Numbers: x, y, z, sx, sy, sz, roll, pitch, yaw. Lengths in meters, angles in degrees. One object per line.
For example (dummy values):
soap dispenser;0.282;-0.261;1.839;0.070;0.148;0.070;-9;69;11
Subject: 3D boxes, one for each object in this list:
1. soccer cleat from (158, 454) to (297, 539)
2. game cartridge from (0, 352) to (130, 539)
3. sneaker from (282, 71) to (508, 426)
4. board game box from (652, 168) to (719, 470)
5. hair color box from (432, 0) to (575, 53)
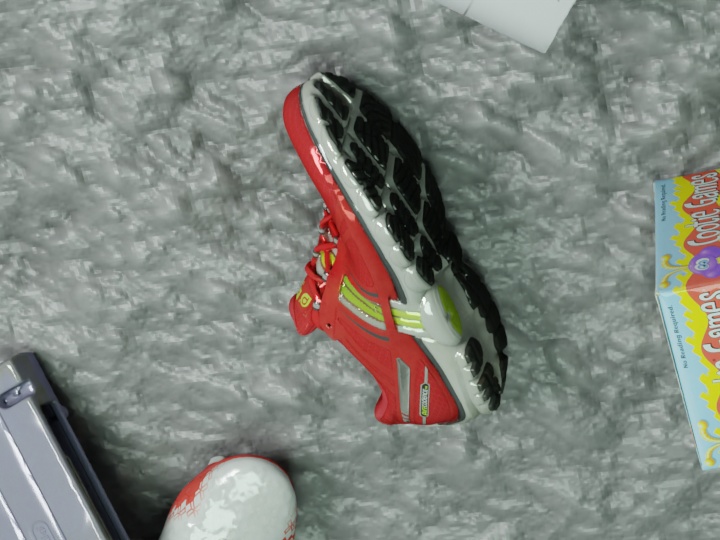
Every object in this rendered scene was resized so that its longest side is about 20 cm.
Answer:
soccer cleat;-0.091;0.179;1.516;0.069;0.085;0.200;28;122;-12
game cartridge;-0.173;0.157;1.492;0.130;0.038;0.200;-30;86;27
sneaker;0.000;0.000;1.400;0.085;0.077;0.200;-15;120;20
board game box;0.243;0.006;1.360;0.200;0.105;0.103;-12;121;12
hair color box;0.017;-0.187;1.283;0.200;0.061;0.099;25;122;-10
